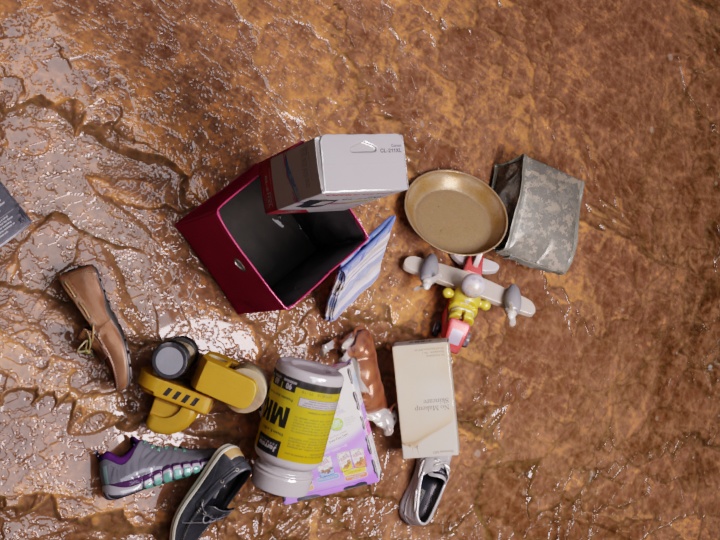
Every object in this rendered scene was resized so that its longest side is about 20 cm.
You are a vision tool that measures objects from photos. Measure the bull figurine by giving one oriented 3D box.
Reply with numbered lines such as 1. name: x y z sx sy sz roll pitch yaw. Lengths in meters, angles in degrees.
1. bull figurine: 0.000 0.201 1.779 0.121 0.065 0.201 -13 87 -48

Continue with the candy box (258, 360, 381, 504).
1. candy box: -0.070 0.269 1.691 0.167 0.072 0.201 -14 93 6

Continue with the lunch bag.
1. lunch bag: 0.336 -0.099 1.970 0.163 0.117 0.201 18 72 -27

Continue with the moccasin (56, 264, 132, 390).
1. moccasin: -0.410 0.093 1.564 0.077 0.074 0.202 -23 100 -19

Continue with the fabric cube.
1. fabric cube: -0.148 -0.063 1.652 0.200 0.199 0.197 -42 106 -26

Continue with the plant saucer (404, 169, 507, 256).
1. plant saucer: 0.175 -0.100 1.886 0.199 0.036 0.201 7 54 -10

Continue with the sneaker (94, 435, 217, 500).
1. sneaker: -0.317 0.294 1.600 0.199 0.074 0.088 -13 80 -33

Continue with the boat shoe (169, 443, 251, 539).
1. boat shoe: -0.238 0.372 1.602 0.201 0.062 0.075 -58 152 6

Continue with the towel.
1. towel: 0.000 0.000 1.740 0.024 0.200 0.147 39 63 12

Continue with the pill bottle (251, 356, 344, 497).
1. pill bottle: -0.103 0.247 1.599 0.114 0.114 0.201 12 95 -27

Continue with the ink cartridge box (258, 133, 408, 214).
1. ink cartridge box: -0.043 -0.139 1.490 0.145 0.200 0.083 -5 87 -29

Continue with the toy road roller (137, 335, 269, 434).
1. toy road roller: -0.255 0.197 1.598 0.199 0.123 0.147 21 91 -1

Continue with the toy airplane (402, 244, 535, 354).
1. toy airplane: 0.202 0.032 1.868 0.199 0.141 0.200 -23 77 -15

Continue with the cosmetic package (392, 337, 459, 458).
1. cosmetic package: 0.117 0.225 1.796 0.103 0.073 0.201 -6 92 7

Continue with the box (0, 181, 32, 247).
1. box: -0.582 -0.109 1.445 0.104 0.148 0.200 -42 104 -25

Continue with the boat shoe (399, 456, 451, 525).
1. boat shoe: 0.136 0.370 1.843 0.073 0.065 0.201 25 74 -24
